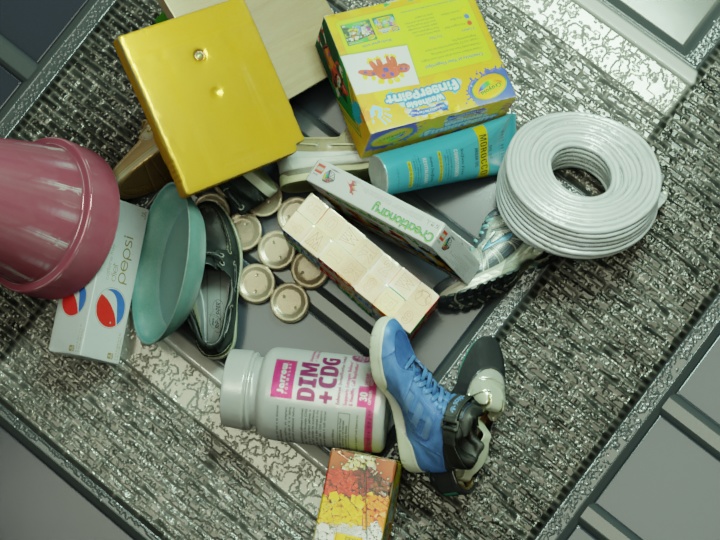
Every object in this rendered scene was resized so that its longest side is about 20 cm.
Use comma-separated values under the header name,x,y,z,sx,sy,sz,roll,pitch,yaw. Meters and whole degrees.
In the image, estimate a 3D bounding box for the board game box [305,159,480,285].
name,x,y,z,sx,sy,sz,roll,pitch,yaw
board game box,0.040,-0.059,1.657,0.199,0.126,0.035,29,83,32

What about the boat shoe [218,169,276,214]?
name,x,y,z,sx,sy,sz,roll,pitch,yaw
boat shoe,-0.194,-0.140,1.699,0.066,0.075,0.199,-44,123,12

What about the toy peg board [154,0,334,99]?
name,x,y,z,sx,sy,sz,roll,pitch,yaw
toy peg board,-0.144,-0.297,1.743,0.199,0.098,0.200,-34,95,-28

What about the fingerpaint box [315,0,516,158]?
name,x,y,z,sx,sy,sz,roll,pitch,yaw
fingerpaint box,0.067,-0.246,1.707,0.199,0.073,0.168,-17,73,-18

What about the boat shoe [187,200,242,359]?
name,x,y,z,sx,sy,sz,roll,pitch,yaw
boat shoe,-0.188,0.007,1.714,0.074,0.066,0.201,1,82,6

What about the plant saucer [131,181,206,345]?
name,x,y,z,sx,sy,sz,roll,pitch,yaw
plant saucer,-0.231,-0.006,1.691,0.036,0.200,0.202,10,81,-27

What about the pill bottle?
name,x,y,z,sx,sy,sz,roll,pitch,yaw
pill bottle,-0.064,0.153,1.674,0.198,0.113,0.114,6,82,6

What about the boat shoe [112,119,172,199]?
name,x,y,z,sx,sy,sz,roll,pitch,yaw
boat shoe,-0.244,-0.172,1.763,0.200,0.074,0.069,-40,64,-10

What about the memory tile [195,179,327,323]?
name,x,y,z,sx,sy,sz,roll,pitch,yaw
memory tile,-0.128,-0.037,1.757,0.199,0.017,0.154,29,85,8

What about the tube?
name,x,y,z,sx,sy,sz,roll,pitch,yaw
tube,0.107,-0.137,1.697,0.199,0.050,0.078,-16,121,-24

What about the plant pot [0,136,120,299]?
name,x,y,z,sx,sy,sz,roll,pitch,yaw
plant pot,-0.421,-0.077,1.668,0.199,0.179,0.202,-10,72,34

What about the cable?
name,x,y,z,sx,sy,sz,roll,pitch,yaw
cable,0.265,-0.104,1.672,0.199,0.069,0.200,28,55,13

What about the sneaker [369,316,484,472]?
name,x,y,z,sx,sy,sz,roll,pitch,yaw
sneaker,0.085,0.143,1.600,0.110,0.077,0.201,-5,109,31

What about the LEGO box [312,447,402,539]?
name,x,y,z,sx,sy,sz,roll,pitch,yaw
LEGO box,-0.004,0.288,1.606,0.077,0.200,0.150,11,82,6

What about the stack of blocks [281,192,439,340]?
name,x,y,z,sx,sy,sz,roll,pitch,yaw
stack of blocks,0.000,0.000,1.686,0.200,0.115,0.059,40,83,6

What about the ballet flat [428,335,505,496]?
name,x,y,z,sx,sy,sz,roll,pitch,yaw
ballet flat,0.142,0.180,1.673,0.073,0.073,0.201,19,85,7

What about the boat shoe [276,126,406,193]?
name,x,y,z,sx,sy,sz,roll,pitch,yaw
boat shoe,-0.007,-0.148,1.734,0.198,0.075,0.069,-7,76,-2

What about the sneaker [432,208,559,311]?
name,x,y,z,sx,sy,sz,roll,pitch,yaw
sneaker,0.168,-0.023,1.711,0.199,0.078,0.087,-30,69,-7

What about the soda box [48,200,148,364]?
name,x,y,z,sx,sy,sz,roll,pitch,yaw
soda box,-0.327,0.012,1.730,0.063,0.068,0.202,3,80,38

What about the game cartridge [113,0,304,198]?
name,x,y,z,sx,sy,sz,roll,pitch,yaw
game cartridge,-0.176,-0.206,1.637,0.175,0.032,0.201,-24,92,-29
